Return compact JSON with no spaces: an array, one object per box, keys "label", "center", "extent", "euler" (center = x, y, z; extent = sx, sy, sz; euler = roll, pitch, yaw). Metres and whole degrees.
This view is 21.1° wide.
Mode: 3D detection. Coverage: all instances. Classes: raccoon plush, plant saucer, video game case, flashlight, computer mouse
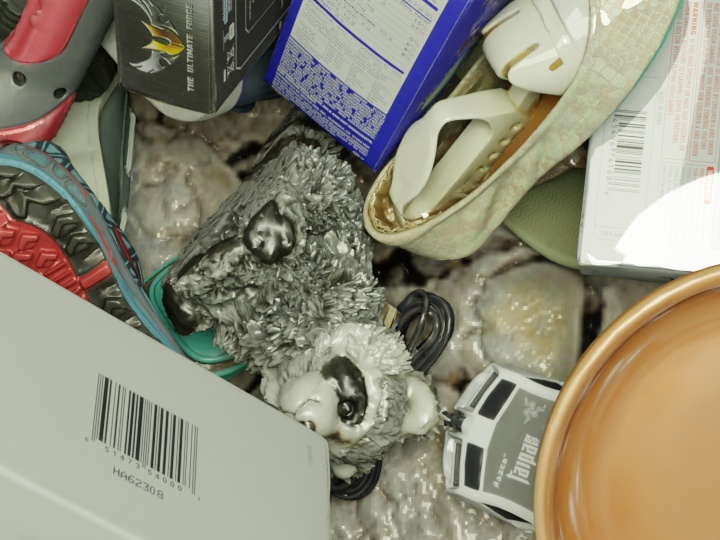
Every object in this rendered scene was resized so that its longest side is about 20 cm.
[{"label":"raccoon plush","center":[0.000,0.000,0.917],"extent":[0.134,0.201,0.096],"euler":[44,144,-14]},{"label":"plant saucer","center":[0.169,0.092,0.818],"extent":[0.198,0.037,0.203],"euler":[-1,99,-4]},{"label":"video game case","center":[0.195,-0.090,0.848],"extent":[0.179,0.045,0.202],"euler":[6,84,11]},{"label":"flashlight","center":[-0.148,-0.120,0.891],"extent":[0.068,0.068,0.201],"euler":[40,130,8]},{"label":"computer mouse","center":[0.075,0.085,0.905],"extent":[0.199,0.044,0.111],"euler":[21,87,32]}]

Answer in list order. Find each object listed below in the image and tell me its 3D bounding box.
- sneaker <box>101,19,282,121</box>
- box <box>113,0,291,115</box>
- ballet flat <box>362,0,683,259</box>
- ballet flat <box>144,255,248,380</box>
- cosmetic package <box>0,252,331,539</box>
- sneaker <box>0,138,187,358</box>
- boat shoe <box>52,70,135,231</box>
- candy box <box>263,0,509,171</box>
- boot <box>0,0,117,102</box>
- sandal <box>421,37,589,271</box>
[{"label":"sneaker","center":[-0.086,-0.173,0.964],"extent":[0.201,0.146,0.081],"euler":[53,133,5]},{"label":"box","center":[-0.048,-0.192,0.803],"extent":[0.048,0.201,0.159],"euler":[17,45,15]},{"label":"ballet flat","center":[0.067,-0.074,0.835],"extent":[0.201,0.062,0.068],"euler":[-54,48,34]},{"label":"ballet flat","center":[-0.100,0.042,0.967],"extent":[0.199,0.071,0.068],"euler":[-31,76,-17]},{"label":"cosmetic package","center":[-0.147,0.124,0.808],"extent":[0.200,0.198,0.124],"euler":[-45,27,27]},{"label":"sneaker","center":[-0.113,0.025,0.885],"extent":[0.079,0.096,0.201],"euler":[-20,111,11]},{"label":"boat shoe","center":[-0.154,-0.071,1.016],"extent":[0.072,0.062,0.202],"euler":[-4,59,-1]},{"label":"candy box","center":[0.044,-0.156,0.826],"extent":[0.077,0.200,0.170],"euler":[36,70,1]},{"label":"boot","center":[-0.185,-0.185,0.991],"extent":[0.068,0.199,0.131],"euler":[-38,23,54]},{"label":"sandal","center":[0.070,-0.064,0.918],"extent":[0.200,0.057,0.080],"euler":[33,97,24]}]
